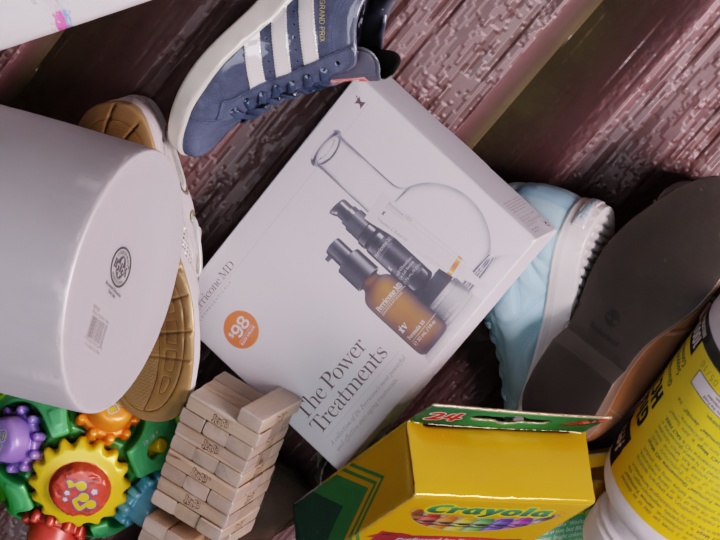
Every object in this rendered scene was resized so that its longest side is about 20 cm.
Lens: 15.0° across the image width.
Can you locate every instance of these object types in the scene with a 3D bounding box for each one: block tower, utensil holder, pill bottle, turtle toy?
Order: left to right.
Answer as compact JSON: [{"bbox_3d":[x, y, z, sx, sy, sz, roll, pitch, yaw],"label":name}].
[{"bbox_3d":[-0.224,-0.019,1.593,0.199,0.170,0.171,14,119,18],"label":"utensil holder"},{"bbox_3d":[-0.199,0.123,1.745,0.199,0.101,0.146,-18,117,5],"label":"turtle toy"},{"bbox_3d":[-0.101,0.158,1.712,0.058,0.054,0.201,29,114,16],"label":"block tower"},{"bbox_3d":[0.220,0.110,1.685,0.112,0.113,0.200,22,124,-15],"label":"pill bottle"}]

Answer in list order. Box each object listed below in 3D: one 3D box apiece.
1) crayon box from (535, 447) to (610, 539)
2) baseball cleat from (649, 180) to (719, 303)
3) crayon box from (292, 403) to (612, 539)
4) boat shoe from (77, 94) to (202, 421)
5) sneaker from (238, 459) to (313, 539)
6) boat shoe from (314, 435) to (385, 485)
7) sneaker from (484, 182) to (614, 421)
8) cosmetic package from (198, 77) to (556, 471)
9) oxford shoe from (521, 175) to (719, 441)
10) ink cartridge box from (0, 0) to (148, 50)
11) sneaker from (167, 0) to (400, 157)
[{"bbox_3d":[0.133,0.189,1.805,0.125,0.052,0.201,-5,122,-34],"label":"crayon box"},{"bbox_3d":[0.271,0.012,1.722,0.200,0.106,0.070,40,74,-28],"label":"baseball cleat"},{"bbox_3d":[0.055,0.137,1.673,0.126,0.051,0.200,4,156,-24],"label":"crayon box"},{"bbox_3d":[-0.125,-0.010,1.683,0.070,0.069,0.201,0,104,20],"label":"boat shoe"},{"bbox_3d":[-0.106,0.207,1.813,0.075,0.071,0.200,36,110,-21],"label":"sneaker"},{"bbox_3d":[0.031,0.195,1.823,0.072,0.060,0.202,-26,116,9],"label":"boat shoe"},{"bbox_3d":[0.107,0.025,1.748,0.082,0.074,0.201,26,127,22],"label":"sneaker"},{"bbox_3d":[0.000,0.000,1.691,0.151,0.052,0.200,43,110,10],"label":"cosmetic package"},{"bbox_3d":[0.178,0.023,1.691,0.200,0.071,0.071,-53,152,20],"label":"oxford shoe"},{"bbox_3d":[-0.185,-0.205,1.596,0.199,0.068,0.117,-17,118,6],"label":"ink cartridge box"},{"bbox_3d":[-0.030,-0.126,1.630,0.085,0.075,0.200,46,109,9],"label":"sneaker"}]
